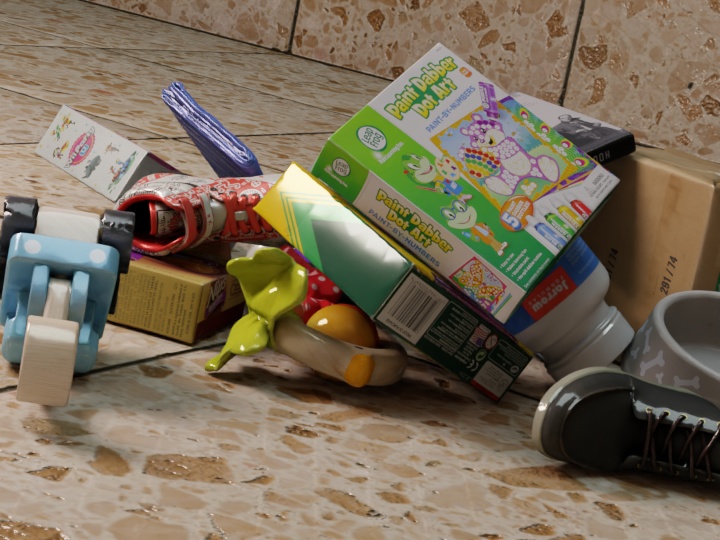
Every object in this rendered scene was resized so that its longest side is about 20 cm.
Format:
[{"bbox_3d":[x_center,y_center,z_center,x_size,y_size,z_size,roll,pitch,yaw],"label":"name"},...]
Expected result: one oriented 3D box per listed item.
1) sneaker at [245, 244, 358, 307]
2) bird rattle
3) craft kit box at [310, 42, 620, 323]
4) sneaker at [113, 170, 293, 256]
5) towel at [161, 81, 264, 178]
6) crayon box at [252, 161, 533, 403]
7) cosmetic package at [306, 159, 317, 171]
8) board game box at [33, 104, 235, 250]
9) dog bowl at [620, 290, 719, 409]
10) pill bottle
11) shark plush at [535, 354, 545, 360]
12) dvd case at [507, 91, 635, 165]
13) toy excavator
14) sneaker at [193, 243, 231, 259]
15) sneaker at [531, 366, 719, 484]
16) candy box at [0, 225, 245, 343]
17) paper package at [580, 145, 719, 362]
[{"bbox_3d":[0.000,0.000,1.654,0.199,0.070,0.100,-17,40,-1],"label":"sneaker"},{"bbox_3d":[-0.038,0.054,1.491,0.162,0.113,0.200,28,3,18],"label":"bird rattle"},{"bbox_3d":[0.089,-0.076,1.476,0.197,0.049,0.200,36,41,8],"label":"craft kit box"},{"bbox_3d":[-0.112,-0.044,1.555,0.200,0.068,0.108,5,17,15],"label":"sneaker"},{"bbox_3d":[-0.106,-0.086,1.707,0.145,0.024,0.200,42,-9,35],"label":"towel"},{"bbox_3d":[0.028,0.011,1.490,0.172,0.058,0.200,41,3,41],"label":"crayon box"},{"bbox_3d":[-0.002,-0.062,1.784,0.106,0.091,0.200,7,-18,-19],"label":"cosmetic package"},{"bbox_3d":[-0.224,-0.088,1.852,0.147,0.065,0.200,34,-4,-38],"label":"board game box"},{"bbox_3d":[0.327,0.085,1.566,0.199,0.059,0.200,13,26,-6],"label":"dog bowl"},{"bbox_3d":[0.146,0.002,1.584,0.200,0.112,0.112,49,12,-4],"label":"pill bottle"},{"bbox_3d":[0.148,0.039,1.729,0.083,0.091,0.200,-32,40,-27],"label":"shark plush"},{"bbox_3d":[0.148,-0.121,1.764,0.150,0.025,0.200,-23,25,-21],"label":"dvd case"},{"bbox_3d":[-0.221,0.037,1.324,0.099,0.201,0.195,8,-32,-11],"label":"toy excavator"},{"bbox_3d":[-0.179,-0.032,1.701,0.072,0.085,0.199,-2,16,-41],"label":"sneaker"},{"bbox_3d":[0.228,0.123,1.372,0.199,0.075,0.106,3,11,-38],"label":"sneaker"},{"bbox_3d":[-0.208,0.004,1.573,0.199,0.057,0.117,16,13,15],"label":"candy box"},{"bbox_3d":[0.295,-0.007,1.746,0.103,0.201,0.190,0,16,-35],"label":"paper package"}]
